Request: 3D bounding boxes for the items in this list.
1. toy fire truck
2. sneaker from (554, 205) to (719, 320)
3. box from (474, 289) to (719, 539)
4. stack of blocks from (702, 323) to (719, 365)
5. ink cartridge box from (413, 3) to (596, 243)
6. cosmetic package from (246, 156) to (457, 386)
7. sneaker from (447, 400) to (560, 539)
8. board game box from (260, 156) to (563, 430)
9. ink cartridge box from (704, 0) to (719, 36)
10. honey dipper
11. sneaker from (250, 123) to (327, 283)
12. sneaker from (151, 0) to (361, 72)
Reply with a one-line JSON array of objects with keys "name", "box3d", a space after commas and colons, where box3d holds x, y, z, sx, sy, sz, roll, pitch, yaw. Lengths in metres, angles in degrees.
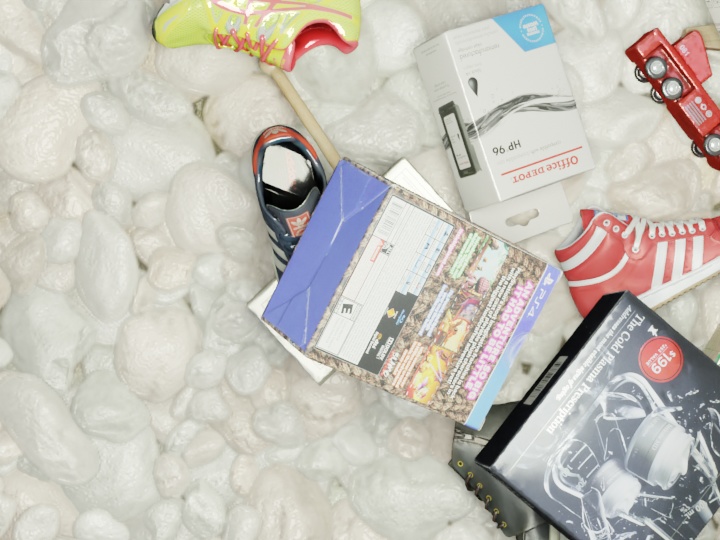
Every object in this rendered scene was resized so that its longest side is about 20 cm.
[{"name": "toy fire truck", "box3d": [0.328, -0.211, 1.602, 0.141, 0.049, 0.200, -39, 94, -3]}, {"name": "sneaker", "box3d": [0.277, -0.034, 1.593, 0.199, 0.071, 0.113, -31, 96, 1]}, {"name": "box", "box3d": [0.235, 0.151, 1.515, 0.182, 0.104, 0.200, 38, 85, -2]}, {"name": "stack of blocks", "box3d": [0.384, 0.092, 1.606, 0.115, 0.059, 0.201, 31, 90, -2]}, {"name": "ink cartridge box", "box3d": [0.139, -0.129, 1.567, 0.115, 0.068, 0.202, -20, 93, -26]}, {"name": "cosmetic package", "box3d": [0.000, 0.000, 1.580, 0.200, 0.073, 0.104, -42, 92, -1]}, {"name": "sneaker", "box3d": [0.132, 0.220, 1.599, 0.105, 0.075, 0.202, 3, 83, 2]}, {"name": "board game box", "box3d": [0.044, 0.021, 1.473, 0.199, 0.097, 0.160, 26, 95, -32]}, {"name": "ink cartridge box", "box3d": [0.405, -0.284, 1.560, 0.199, 0.050, 0.162, -29, 101, -12]}, {"name": "honey dipper", "box3d": [-0.039, -0.127, 1.558, 0.038, 0.038, 0.201, -31, 65, -1]}, {"name": "sneaker", "box3d": [-0.049, -0.031, 1.500, 0.074, 0.085, 0.201, -22, 92, -2]}, {"name": "sneaker", "box3d": [-0.090, -0.222, 1.559, 0.198, 0.078, 0.091, -10, 75, -2]}]
